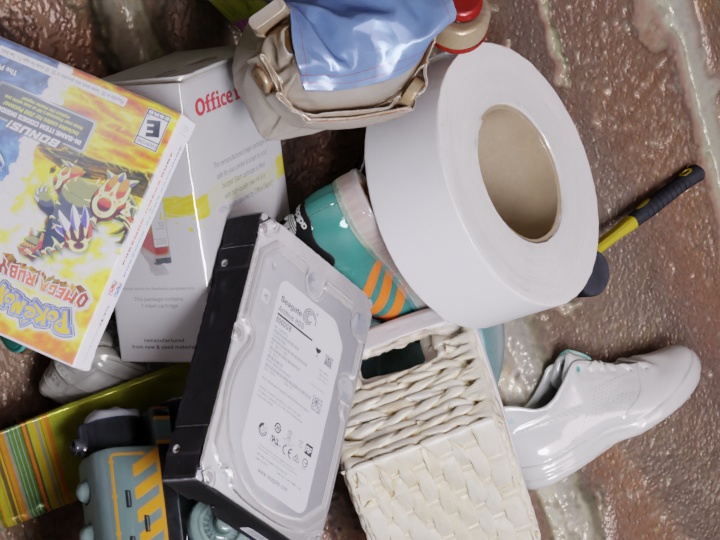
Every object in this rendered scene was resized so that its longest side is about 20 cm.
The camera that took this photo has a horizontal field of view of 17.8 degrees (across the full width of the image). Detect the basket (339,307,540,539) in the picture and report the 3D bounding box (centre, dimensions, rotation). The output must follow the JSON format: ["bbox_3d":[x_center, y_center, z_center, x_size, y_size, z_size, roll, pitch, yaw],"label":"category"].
[{"bbox_3d":[0.053,0.144,1.731,0.135,0.124,0.200,-20,135,0],"label":"basket"}]

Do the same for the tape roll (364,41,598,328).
[{"bbox_3d":[0.090,-0.062,1.680,0.202,0.071,0.203,25,56,-44],"label":"tape roll"}]

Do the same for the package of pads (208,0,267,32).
[{"bbox_3d":[-0.055,-0.242,1.665,0.200,0.068,0.155,43,55,-31],"label":"package of pads"}]

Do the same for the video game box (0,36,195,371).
[{"bbox_3d":[-0.236,-0.055,1.526,0.199,0.047,0.183,22,89,9],"label":"video game box"}]

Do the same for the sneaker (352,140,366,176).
[{"bbox_3d":[0.050,-0.092,1.768,0.200,0.071,0.083,-48,161,-18],"label":"sneaker"}]

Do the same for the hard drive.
[{"bbox_3d":[-0.059,0.079,1.576,0.140,0.038,0.201,41,52,-43],"label":"hard drive"}]

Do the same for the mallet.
[{"bbox_3d":[0.227,-0.036,1.915,0.200,0.066,0.041,-32,113,-27],"label":"mallet"}]

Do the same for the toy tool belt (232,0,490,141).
[{"bbox_3d":[0.009,-0.170,1.560,0.199,0.123,0.125,-23,66,-19],"label":"toy tool belt"}]

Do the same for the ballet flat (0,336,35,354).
[{"bbox_3d":[-0.226,-0.044,1.603,0.068,0.068,0.201,-18,108,-40],"label":"ballet flat"}]

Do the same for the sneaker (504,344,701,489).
[{"bbox_3d":[0.198,0.098,1.919,0.200,0.075,0.089,-31,102,-26],"label":"sneaker"}]

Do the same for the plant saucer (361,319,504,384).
[{"bbox_3d":[0.045,0.069,1.823,0.200,0.039,0.202,-6,101,-33],"label":"plant saucer"}]

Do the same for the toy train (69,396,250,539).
[{"bbox_3d":[-0.137,0.184,1.577,0.113,0.085,0.201,0,71,-25],"label":"toy train"}]

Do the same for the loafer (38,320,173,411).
[{"bbox_3d":[-0.147,0.093,1.686,0.200,0.070,0.070,27,118,-39],"label":"loafer"}]

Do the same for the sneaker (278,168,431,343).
[{"bbox_3d":[0.000,0.000,1.710,0.080,0.072,0.200,-25,142,9],"label":"sneaker"}]

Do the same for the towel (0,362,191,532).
[{"bbox_3d":[-0.188,0.124,1.630,0.199,0.018,0.086,-21,132,-11],"label":"towel"}]

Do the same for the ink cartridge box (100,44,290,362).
[{"bbox_3d":[-0.116,-0.050,1.631,0.145,0.083,0.201,-33,119,-62],"label":"ink cartridge box"}]
